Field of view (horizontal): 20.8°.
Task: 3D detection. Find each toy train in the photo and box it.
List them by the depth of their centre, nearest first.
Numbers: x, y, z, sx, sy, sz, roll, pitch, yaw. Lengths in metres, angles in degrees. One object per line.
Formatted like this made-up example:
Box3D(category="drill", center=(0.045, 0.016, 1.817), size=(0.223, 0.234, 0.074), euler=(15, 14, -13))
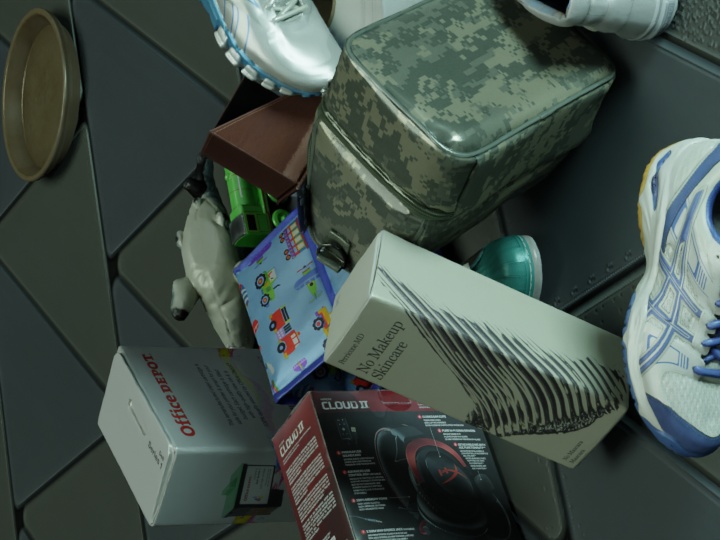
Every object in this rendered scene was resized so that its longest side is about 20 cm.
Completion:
Box3D(category="toy train", center=(-0.092, -0.049, 1.783), size=(0.042, 0.056, 0.201), euler=(-42, 54, 50))

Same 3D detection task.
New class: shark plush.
Box3D(category="shark plush", center=(-0.143, -0.016, 1.851), size=(0.091, 0.083, 0.201), euler=(-28, 63, 8))

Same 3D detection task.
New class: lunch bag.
Box3D(category="lunch bag", center=(0.059, -0.093, 1.387), size=(0.139, 0.200, 0.168), euler=(42, 139, 20))
Box3D(category="lunch bag", center=(0.000, 0.000, 1.615), size=(0.200, 0.094, 0.151), euler=(-49, 43, 29))

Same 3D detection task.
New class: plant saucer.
Box3D(category="plant saucer", center=(-0.370, -0.204, 2.284), size=(0.200, 0.029, 0.201), euler=(-3, 87, 59))

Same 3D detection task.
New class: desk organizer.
Box3D(category="desk organizer", center=(-0.070, -0.105, 1.491), size=(0.072, 0.077, 0.200), euler=(-60, 5, -4))

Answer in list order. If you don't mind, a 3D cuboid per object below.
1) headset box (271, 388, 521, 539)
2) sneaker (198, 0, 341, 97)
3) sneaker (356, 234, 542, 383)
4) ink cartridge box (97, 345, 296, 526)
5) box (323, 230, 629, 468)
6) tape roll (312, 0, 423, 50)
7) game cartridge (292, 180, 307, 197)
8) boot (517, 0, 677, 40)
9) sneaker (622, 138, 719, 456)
Box3D(category="headset box", center=(0.030, 0.174, 1.477), size=(0.075, 0.148, 0.201), euler=(-52, 47, 44))
Box3D(category="sneaker", center=(-0.075, -0.210, 1.389), size=(0.200, 0.075, 0.087), euler=(49, 139, 13))
Box3D(category="sneaker", center=(0.063, 0.039, 1.492), size=(0.200, 0.080, 0.072), euler=(-49, 48, 46))
Box3D(category="ink cartridge box", center=(-0.103, 0.138, 1.651), size=(0.145, 0.199, 0.084), euler=(53, 131, 47))
Box3D(category="box", center=(0.081, 0.055, 1.342), size=(0.069, 0.199, 0.082), euler=(-80, 17, -46))
Box3D(category="tape roll", center=(-0.007, -0.246, 1.459), size=(0.202, 0.139, 0.204), euler=(32, 139, 33))
Box3D(category="game cartridge", center=(-0.012, -0.119, 1.616), size=(0.133, 0.041, 0.200), euler=(-56, 31, -13))
Box3D(category="boot", center=(0.135, -0.231, 1.372), size=(0.200, 0.095, 0.074), euler=(55, 133, 45))
Box3D(category="sneaker", center=(0.218, 0.016, 1.227), size=(0.088, 0.075, 0.201), euler=(-5, 85, 58))
